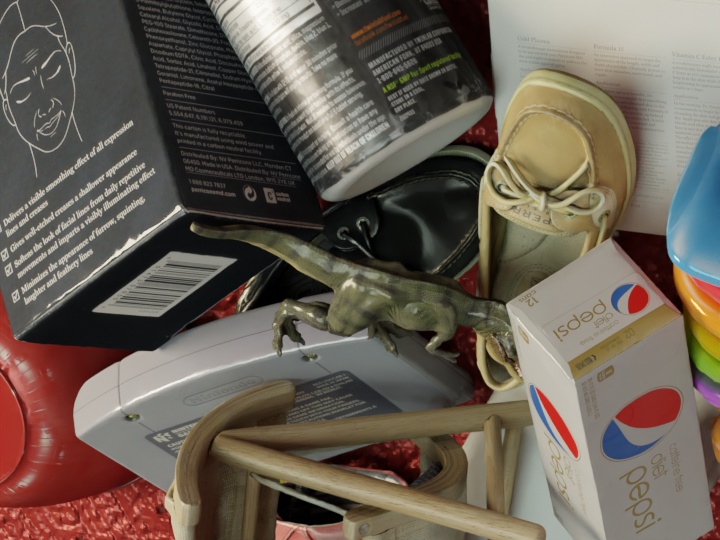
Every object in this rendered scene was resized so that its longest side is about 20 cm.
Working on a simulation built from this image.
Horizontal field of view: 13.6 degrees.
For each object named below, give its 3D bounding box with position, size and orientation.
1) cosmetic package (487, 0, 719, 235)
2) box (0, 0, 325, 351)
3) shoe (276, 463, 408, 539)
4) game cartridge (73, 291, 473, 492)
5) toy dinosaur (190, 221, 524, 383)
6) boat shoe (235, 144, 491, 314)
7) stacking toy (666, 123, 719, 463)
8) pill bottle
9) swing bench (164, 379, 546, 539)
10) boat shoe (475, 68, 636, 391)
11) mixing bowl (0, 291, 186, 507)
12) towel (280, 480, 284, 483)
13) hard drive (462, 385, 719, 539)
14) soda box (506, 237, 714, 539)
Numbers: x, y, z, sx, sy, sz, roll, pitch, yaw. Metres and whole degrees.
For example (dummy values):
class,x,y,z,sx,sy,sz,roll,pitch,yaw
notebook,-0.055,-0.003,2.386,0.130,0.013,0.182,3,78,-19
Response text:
class,x,y,z,sx,sy,sz,roll,pitch,yaw
cosmetic package,0.166,-0.094,1.535,0.199,0.052,0.151,8,123,24
box,-0.128,-0.079,1.611,0.148,0.107,0.201,-34,64,37
shoe,-0.052,0.163,1.762,0.199,0.072,0.091,-4,126,20
game cartridge,-0.053,0.069,1.686,0.199,0.042,0.133,-19,143,25
toy dinosaur,-0.001,0.017,1.555,0.199,0.048,0.088,18,153,-10
boat shoe,-0.002,-0.002,1.663,0.199,0.066,0.075,-25,102,35
stacking toy,0.200,0.029,1.509,0.109,0.116,0.200,18,139,12
pill bottle,-0.023,-0.145,1.564,0.106,0.106,0.201,-34,83,36
swing bench,-0.011,0.177,1.642,0.199,0.130,0.200,5,123,-3
boat shoe,0.092,-0.019,1.541,0.073,0.063,0.201,22,142,8
mixing bowl,-0.209,0.062,1.764,0.199,0.108,0.201,11,116,23
towel,-0.126,0.076,1.802,0.199,0.018,0.086,14,117,21
hard drive,0.130,0.101,1.674,0.132,0.026,0.200,33,126,9
soda box,0.130,0.077,1.540,0.064,0.068,0.200,50,166,36
